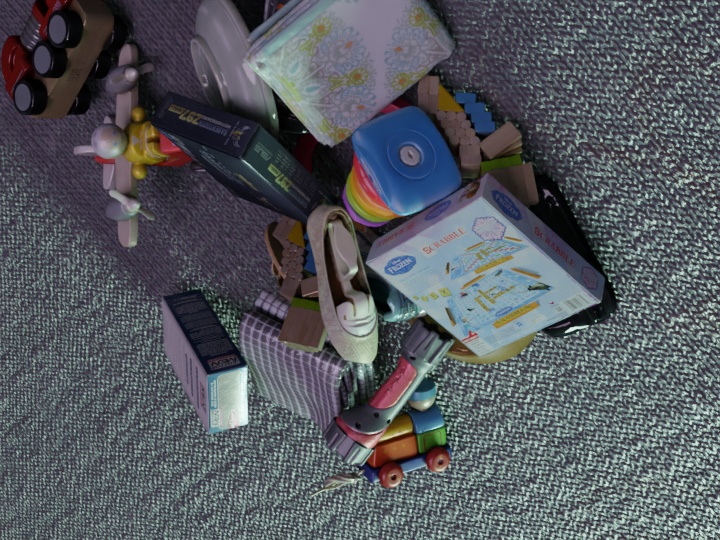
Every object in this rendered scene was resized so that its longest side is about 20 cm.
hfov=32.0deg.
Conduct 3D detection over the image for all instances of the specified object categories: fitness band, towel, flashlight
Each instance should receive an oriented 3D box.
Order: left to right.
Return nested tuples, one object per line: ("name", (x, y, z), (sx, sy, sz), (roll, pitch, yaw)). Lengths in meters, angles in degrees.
("towel", (-0.071, 0.134, 1.664), (0.165, 0.086, 0.201), (23, 148, 20))
("towel", (-0.013, -0.251, 1.409), (0.199, 0.048, 0.171), (-38, 132, 7))
("fitness band", (0.002, -0.136, 1.557), (0.199, 0.037, 0.144), (-33, 96, 35))
("flashlight", (0.033, 0.150, 1.584), (0.068, 0.068, 0.201), (36, 101, 8))

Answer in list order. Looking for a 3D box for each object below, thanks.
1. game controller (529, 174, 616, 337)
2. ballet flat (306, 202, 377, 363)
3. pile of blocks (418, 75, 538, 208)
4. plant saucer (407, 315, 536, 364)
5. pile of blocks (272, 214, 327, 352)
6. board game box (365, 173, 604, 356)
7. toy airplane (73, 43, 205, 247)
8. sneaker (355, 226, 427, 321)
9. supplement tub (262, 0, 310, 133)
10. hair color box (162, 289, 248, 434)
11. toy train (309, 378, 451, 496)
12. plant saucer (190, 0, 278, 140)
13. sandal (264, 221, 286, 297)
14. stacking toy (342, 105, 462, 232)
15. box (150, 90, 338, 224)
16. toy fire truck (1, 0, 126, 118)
("game controller", (0.223, -0.014, 1.503), (0.104, 0.042, 0.201), (-23, 104, 32))
("ballet flat", (-0.018, 0.018, 1.494), (0.062, 0.067, 0.202), (-9, 99, 65))
("pile of blocks", (0.136, -0.145, 1.467), (0.082, 0.062, 0.201), (-33, 77, -7))
("plant saucer", (0.130, 0.038, 1.585), (0.199, 0.035, 0.202), (12, 120, 21))
("pile of blocks", (-0.059, 0.015, 1.576), (0.081, 0.202, 0.062), (-14, 155, 18))
("board game box", (0.143, 0.000, 1.456), (0.199, 0.041, 0.199), (39, 137, -22))
("toy airplane", (-0.301, -0.163, 1.626), (0.200, 0.141, 0.199), (49, 113, 23))
("sneaker", (0.000, 0.000, 1.578), (0.199, 0.086, 0.078), (30, 125, 34))
("supplement tub", (-0.065, -0.265, 1.474), (0.106, 0.107, 0.201), (20, 124, 16))
("hair color box", (-0.214, 0.121, 1.719), (0.200, 0.060, 0.101), (-129, 34, -50))
("toy train", (0.019, 0.220, 1.655), (0.085, 0.198, 0.117), (-148, 48, -62))
("plant saucer", (-0.160, -0.235, 1.500), (0.201, 0.050, 0.201), (60, 165, 27))
("sandal", (-0.074, 0.038, 1.665), (0.069, 0.078, 0.212), (-34, 104, 35))
("stacking toy", (0.021, -0.095, 1.482), (0.117, 0.109, 0.200), (60, 152, 7))
("box", (-0.137, -0.130, 1.512), (0.157, 0.051, 0.200), (22, 169, 34))
("toy fire truck", (-0.428, -0.321, 1.637), (0.201, 0.128, 0.176), (54, 126, 22))
